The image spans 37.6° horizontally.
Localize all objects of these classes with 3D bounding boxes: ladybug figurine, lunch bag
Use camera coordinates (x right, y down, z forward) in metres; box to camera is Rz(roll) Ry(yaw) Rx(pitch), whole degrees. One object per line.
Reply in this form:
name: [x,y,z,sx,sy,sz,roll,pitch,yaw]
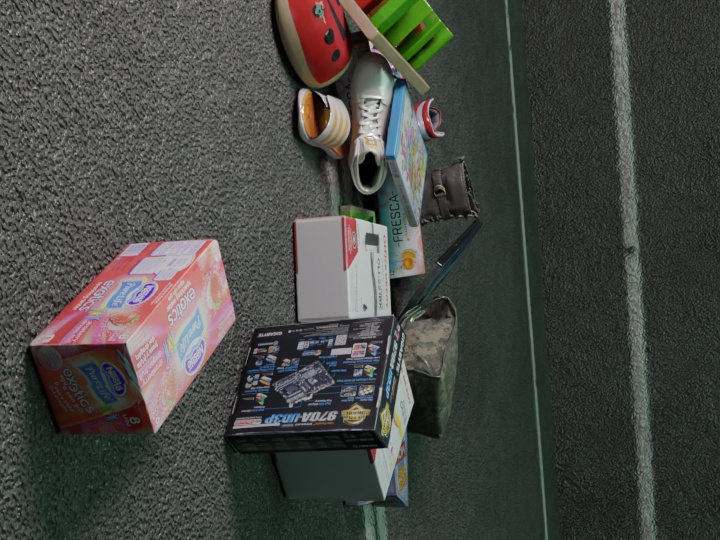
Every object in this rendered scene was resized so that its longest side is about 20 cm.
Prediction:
ladybug figurine: [-0.063,-0.345,1.509,0.200,0.071,0.138,55,37,-58]
lunch bag: [0.117,0.165,1.885,0.201,0.116,0.166,-66,158,-45]

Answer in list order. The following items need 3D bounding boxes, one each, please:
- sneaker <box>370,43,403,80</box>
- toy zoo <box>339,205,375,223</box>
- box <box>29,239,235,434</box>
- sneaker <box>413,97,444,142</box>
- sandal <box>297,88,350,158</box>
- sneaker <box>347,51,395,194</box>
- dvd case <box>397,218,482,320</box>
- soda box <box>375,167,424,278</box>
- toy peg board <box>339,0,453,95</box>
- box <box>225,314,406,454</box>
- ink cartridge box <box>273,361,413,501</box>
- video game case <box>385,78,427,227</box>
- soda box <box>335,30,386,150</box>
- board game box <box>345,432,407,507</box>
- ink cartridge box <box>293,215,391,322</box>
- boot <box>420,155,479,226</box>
sneaker: [0.042,-0.329,1.806,0.070,0.081,0.202,63,32,-56]
toy zoo: [0.000,0.000,1.727,0.131,0.020,0.203,7,81,-71]
box: [-0.203,0.057,0.984,0.201,0.101,0.096,-62,144,-58]
sneaker: [0.087,-0.260,1.839,0.200,0.111,0.072,-87,157,-68]
sandal: [-0.040,-0.220,1.580,0.206,0.058,0.080,20,67,-71]
sneaker: [0.020,-0.217,1.597,0.116,0.072,0.203,-102,-166,-63]
dvd case: [0.142,0.003,1.904,0.143,0.017,0.201,-46,171,-37]
soda box: [0.065,-0.092,1.819,0.064,0.067,0.203,-111,-166,-79]
toy peg board: [0.041,-0.400,1.603,0.200,0.098,0.200,56,12,28]
box: [-0.052,0.137,1.271,0.046,0.197,0.161,59,32,-45]
ink cartridge box: [-0.024,0.189,1.434,0.201,0.142,0.147,-68,149,-53]
video game case: [0.075,-0.182,1.667,0.201,0.018,0.145,65,30,-57]
soda box: [-0.001,-0.272,1.681,0.069,0.063,0.202,-88,167,-62]
board game box: [0.029,0.300,1.707,0.200,0.061,0.203,-22,108,-71]
ink cartridge box: [-0.023,0.002,1.560,0.200,0.082,0.147,7,80,-72]
boot: [0.127,-0.095,1.881,0.069,0.172,0.203,-53,135,-62]
